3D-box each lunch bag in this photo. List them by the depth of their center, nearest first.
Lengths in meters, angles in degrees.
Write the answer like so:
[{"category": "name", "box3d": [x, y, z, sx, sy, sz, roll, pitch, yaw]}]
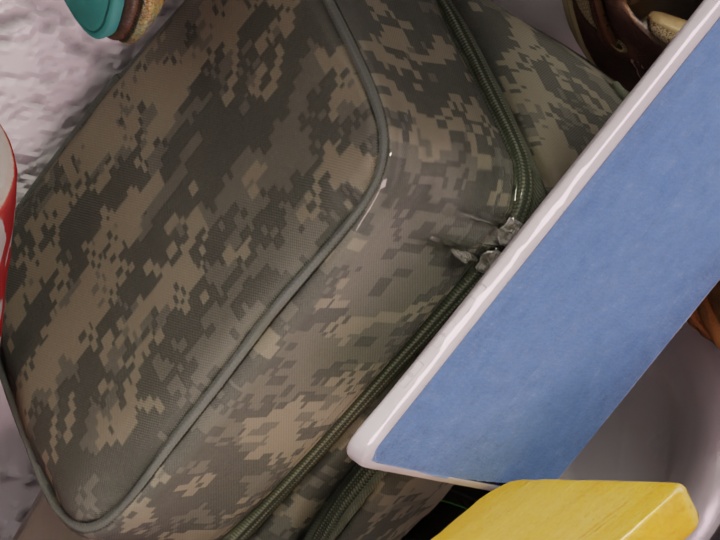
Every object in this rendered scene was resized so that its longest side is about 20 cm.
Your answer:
[{"category": "lunch bag", "box3d": [0.000, 0.000, 0.850, 0.167, 0.140, 0.200, 15, 124, -42]}]

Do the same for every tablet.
[{"category": "tablet", "box3d": [0.085, -0.013, 0.781, 0.200, 0.014, 0.130, -52, 152, 12]}]

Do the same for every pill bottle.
[{"category": "pill bottle", "box3d": [0.168, 0.090, 1.043, 0.200, 0.112, 0.112, 19, 123, -38]}]

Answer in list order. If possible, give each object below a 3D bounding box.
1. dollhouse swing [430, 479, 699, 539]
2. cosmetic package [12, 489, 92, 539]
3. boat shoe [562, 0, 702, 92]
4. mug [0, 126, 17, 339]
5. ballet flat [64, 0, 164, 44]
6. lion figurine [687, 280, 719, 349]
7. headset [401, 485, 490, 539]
[{"category": "dollhouse swing", "box3d": [0.036, 0.171, 0.865, 0.182, 0.176, 0.200, -38, 118, -18]}, {"category": "cosmetic package", "box3d": [-0.044, 0.155, 0.953, 0.200, 0.071, 0.105, 29, 136, -3]}, {"category": "boat shoe", "box3d": [0.107, -0.092, 0.853, 0.072, 0.072, 0.200, -26, 139, 2]}, {"category": "mug", "box3d": [-0.162, 0.053, 0.804, 0.133, 0.178, 0.201, -14, 135, -34]}, {"category": "ballet flat", "box3d": [-0.066, -0.147, 0.721, 0.070, 0.071, 0.200, -19, 139, -7]}, {"category": "lion figurine", "box3d": [0.142, 0.017, 0.878, 0.072, 0.200, 0.123, -41, 102, -3]}, {"category": "headset", "box3d": [0.024, 0.132, 0.988, 0.124, 0.094, 0.200, 50, 148, -14]}]
